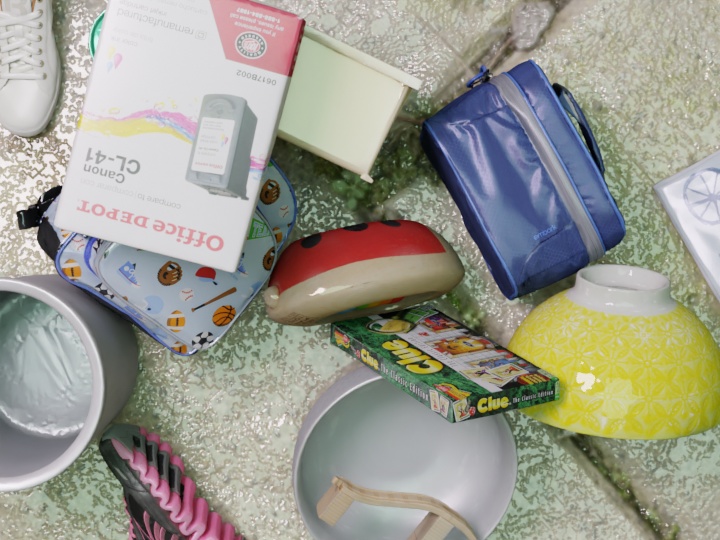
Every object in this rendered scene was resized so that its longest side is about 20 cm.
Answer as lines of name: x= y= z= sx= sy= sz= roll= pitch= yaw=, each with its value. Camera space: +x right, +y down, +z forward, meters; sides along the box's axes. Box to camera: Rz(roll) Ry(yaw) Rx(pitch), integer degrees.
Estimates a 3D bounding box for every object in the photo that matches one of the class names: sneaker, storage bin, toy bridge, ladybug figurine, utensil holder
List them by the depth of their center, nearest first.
storage bin: x=-0.064 y=-0.164 z=1.267 sx=0.199 sy=0.199 sz=0.094 roll=24 pitch=96 yaw=-6
utensil holder: x=-0.283 y=0.087 z=1.269 sx=0.169 sy=0.200 sz=0.171 roll=0 pitch=92 yaw=1
toy bridge: x=0.055 y=0.232 z=1.288 sx=0.200 sy=0.027 sz=0.067 roll=36 pitch=101 yaw=-16
ladybug figurine: x=0.000 y=0.000 z=1.298 sx=0.199 sy=0.136 sz=0.072 roll=-9 pitch=81 yaw=-38
sneaker: x=-0.180 y=0.228 z=1.324 sx=0.095 sy=0.079 sz=0.200 roll=-31 pitch=107 yaw=14
sneaker: x=-0.311 y=-0.223 z=1.337 sx=0.072 sy=0.085 sz=0.201 roll=-1 pitch=91 yaw=-2

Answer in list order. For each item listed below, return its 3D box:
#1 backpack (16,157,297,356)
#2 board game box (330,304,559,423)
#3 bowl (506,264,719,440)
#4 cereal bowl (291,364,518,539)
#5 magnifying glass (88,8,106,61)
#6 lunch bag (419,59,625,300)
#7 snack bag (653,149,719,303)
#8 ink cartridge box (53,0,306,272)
backpack: x=-0.153 y=-0.042 z=1.264 sx=0.200 sy=0.154 sz=0.191 roll=39 pitch=85 yaw=-37
board game box: x=0.066 y=0.074 z=1.242 sx=0.104 sy=0.200 sz=0.024 roll=-12 pitch=112 yaw=-27
bowl: x=0.219 y=0.057 z=1.267 sx=0.199 sy=0.200 sz=0.108 roll=3 pitch=107 yaw=0
cereal bowl: x=0.036 y=0.164 z=1.320 sx=0.199 sy=0.083 sz=0.201 roll=-2 pitch=110 yaw=-5
magnifying glass: x=-0.150 y=-0.209 z=1.368 sx=0.199 sy=0.022 sz=0.080 roll=0 pitch=92 yaw=-3
lunch bag: x=0.145 y=-0.088 z=1.312 sx=0.132 sy=0.136 sz=0.201 roll=-28 pitch=88 yaw=-1
snack bag: x=0.392 y=-0.048 z=1.333 sx=0.199 sy=0.021 sz=0.189 roll=-32 pitch=76 yaw=13
ink cartridge box: x=-0.136 y=-0.114 z=1.128 sx=0.147 sy=0.086 sz=0.201 roll=14 pitch=95 yaw=-6
